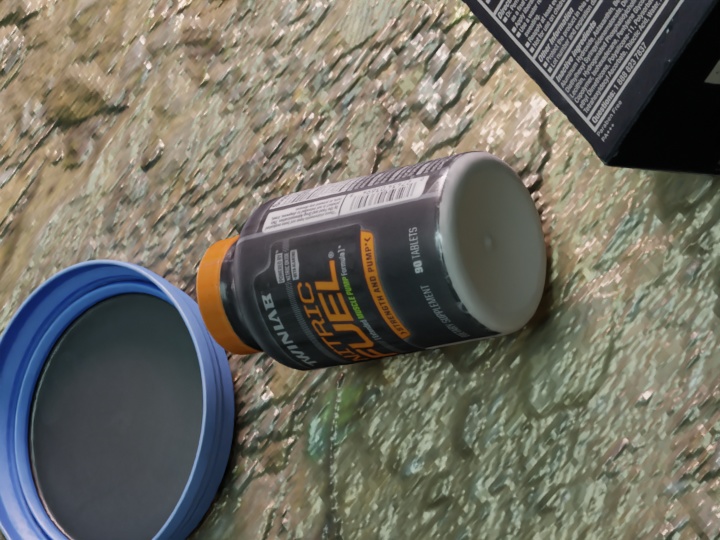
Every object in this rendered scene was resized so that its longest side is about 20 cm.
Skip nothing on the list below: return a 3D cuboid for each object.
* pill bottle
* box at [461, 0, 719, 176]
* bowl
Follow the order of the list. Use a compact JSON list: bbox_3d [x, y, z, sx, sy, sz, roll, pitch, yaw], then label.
[{"bbox_3d":[0.000,0.000,1.600,0.199,0.106,0.107,-12,74,37],"label":"pill bottle"},{"bbox_3d":[0.162,-0.191,1.485,0.199,0.123,0.200,51,121,31],"label":"box"},{"bbox_3d":[-0.161,0.096,1.752,0.200,0.039,0.202,-9,76,37],"label":"bowl"}]
